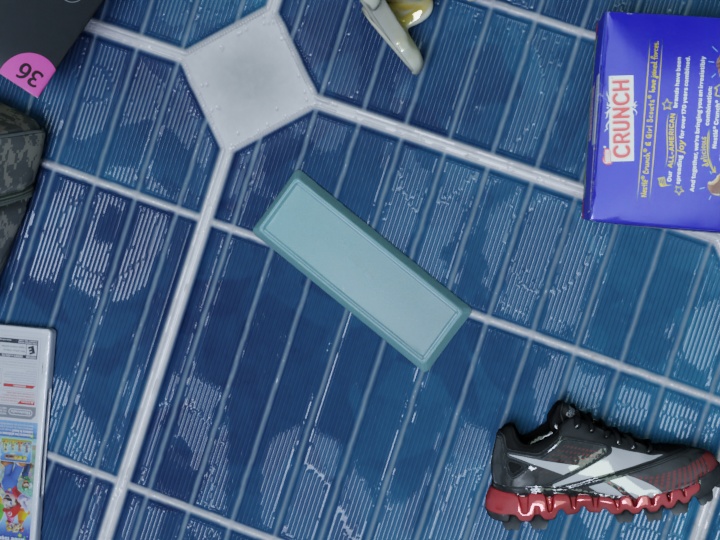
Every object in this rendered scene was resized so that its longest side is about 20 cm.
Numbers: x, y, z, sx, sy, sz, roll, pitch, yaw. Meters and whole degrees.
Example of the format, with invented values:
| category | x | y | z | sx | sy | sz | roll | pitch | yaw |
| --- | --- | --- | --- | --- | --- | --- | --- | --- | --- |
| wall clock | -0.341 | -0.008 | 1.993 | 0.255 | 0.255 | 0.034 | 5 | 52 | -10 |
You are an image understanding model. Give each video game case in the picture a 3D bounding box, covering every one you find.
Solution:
| category | x | y | z | sx | sy | sz | roll | pitch | yaw |
| --- | --- | --- | --- | --- | --- | --- | --- | --- | --- |
| video game case | -0.351 | 0.148 | 0.974 | 0.140 | 0.018 | 0.204 | 5 | 90 | 5 |

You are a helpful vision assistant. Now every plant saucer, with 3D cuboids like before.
| category | x | y | z | sx | sy | sz | roll | pitch | yaw |
| --- | --- | --- | --- | --- | --- | --- | --- | --- | --- |
| plant saucer | 0.000 | 0.000 | 0.942 | 0.199 | 0.019 | 0.070 | 39 | 94 | 3 |

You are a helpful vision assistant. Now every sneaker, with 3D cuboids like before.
| category | x | y | z | sx | sy | sz | roll | pitch | yaw |
| --- | --- | --- | --- | --- | --- | --- | --- | --- | --- |
| sneaker | 0.198 | 0.155 | 0.895 | 0.196 | 0.071 | 0.100 | -5 | 92 | 7 |

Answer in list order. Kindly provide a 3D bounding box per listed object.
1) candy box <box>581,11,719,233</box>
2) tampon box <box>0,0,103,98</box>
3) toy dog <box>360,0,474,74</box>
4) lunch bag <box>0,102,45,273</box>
| category | x | y | z | sx | sy | sz | roll | pitch | yaw |
| --- | --- | --- | --- | --- | --- | --- | --- | --- | --- |
| candy box | 0.287 | -0.117 | 0.885 | 0.196 | 0.077 | 0.173 | 5 | 92 | 4 |
| tampon box | -0.283 | -0.277 | 0.884 | 0.149 | 0.126 | 0.202 | 33 | 93 | -38 |
| toy dog | 0.067 | -0.294 | 0.891 | 0.199 | 0.140 | 0.195 | -38 | 50 | 6 |
| lunch bag | -0.385 | -0.073 | 0.925 | 0.197 | 0.139 | 0.170 | 22 | 108 | 6 |
